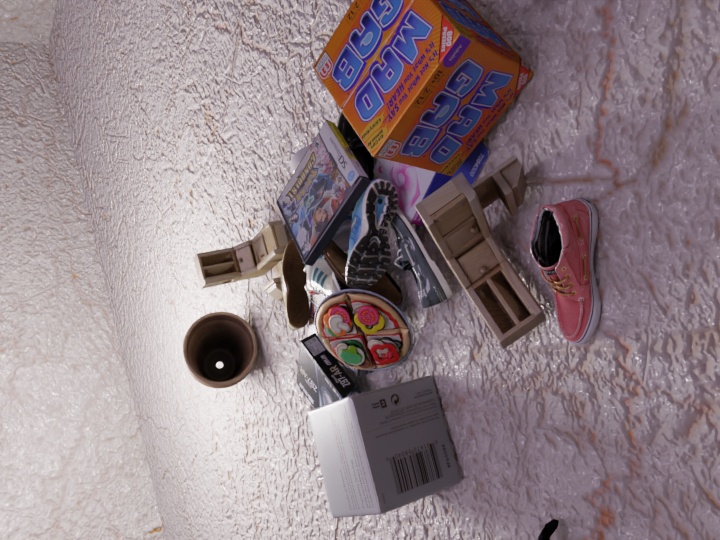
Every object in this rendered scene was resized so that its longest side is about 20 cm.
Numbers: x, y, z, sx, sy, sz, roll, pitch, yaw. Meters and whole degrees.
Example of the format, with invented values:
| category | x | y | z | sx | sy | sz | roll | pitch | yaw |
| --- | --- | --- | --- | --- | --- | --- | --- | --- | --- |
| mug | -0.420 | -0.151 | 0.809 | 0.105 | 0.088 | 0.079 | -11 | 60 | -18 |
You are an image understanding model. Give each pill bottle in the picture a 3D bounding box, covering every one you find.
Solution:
| category | x | y | z | sx | sy | sz | roll | pitch | yaw |
| --- | --- | --- | --- | --- | --- | --- | --- | --- | --- |
| pill bottle | -0.066 | -0.146 | 1.371 | 0.114 | 0.111 | 0.204 | -48 | 59 | 47 |

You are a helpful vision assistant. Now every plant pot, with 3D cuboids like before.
| category | x | y | z | sx | sy | sz | roll | pitch | yaw |
| --- | --- | --- | --- | --- | --- | --- | --- | --- | --- |
| plant pot | -0.384 | 0.237 | 1.859 | 0.175 | 0.195 | 0.205 | 119 | 132 | -62 |

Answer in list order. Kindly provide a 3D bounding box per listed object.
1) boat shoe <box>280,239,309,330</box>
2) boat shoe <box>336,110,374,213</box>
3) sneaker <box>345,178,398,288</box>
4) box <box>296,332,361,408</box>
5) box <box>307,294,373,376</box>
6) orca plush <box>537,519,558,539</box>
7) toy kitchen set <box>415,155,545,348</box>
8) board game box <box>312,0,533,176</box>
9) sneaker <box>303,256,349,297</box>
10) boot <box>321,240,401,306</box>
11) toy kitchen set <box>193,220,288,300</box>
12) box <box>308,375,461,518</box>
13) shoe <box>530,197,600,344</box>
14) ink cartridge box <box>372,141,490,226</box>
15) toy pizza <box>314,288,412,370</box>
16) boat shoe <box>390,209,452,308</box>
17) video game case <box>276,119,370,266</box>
| category | x | y | z | sx | sy | sz | roll | pitch | yaw |
| --- | --- | --- | --- | --- | --- | --- | --- | --- | --- |
| boat shoe | -0.151 | 0.032 | 1.549 | 0.063 | 0.071 | 0.206 | 144 | 130 | -66 |
| boat shoe | -0.005 | -0.215 | 1.285 | 0.066 | 0.073 | 0.206 | -13 | 72 | 63 |
| sneaker | 0.016 | -0.067 | 1.232 | 0.090 | 0.076 | 0.206 | -133 | 56 | -67 |
| box | -0.066 | 0.260 | 1.471 | 0.201 | 0.043 | 0.163 | 49 | 147 | 29 |
| box | -0.038 | 0.105 | 1.439 | 0.198 | 0.049 | 0.163 | 28 | 120 | 49 |
| orca plush | 0.298 | 0.483 | 1.059 | 0.105 | 0.069 | 0.207 | -54 | -31 | -77 |
| toy kitchen set | 0.208 | -0.034 | 0.978 | 0.161 | 0.200 | 0.183 | -34 | 60 | 6 |
| board game box | 0.090 | -0.296 | 1.011 | 0.201 | 0.197 | 0.202 | -50 | 57 | 29 |
| sneaker | -0.063 | 0.029 | 1.378 | 0.094 | 0.069 | 0.202 | -52 | 41 | 21 |
| boot | 0.000 | 0.000 | 1.291 | 0.075 | 0.074 | 0.200 | -40 | 102 | 20 |
| toy kitchen set | -0.274 | 0.003 | 1.638 | 0.199 | 0.176 | 0.168 | -32 | 72 | 56 |
| box | 0.041 | 0.321 | 1.248 | 0.170 | 0.195 | 0.206 | -32 | 70 | 52 |
| shoe | 0.277 | 0.006 | 0.939 | 0.071 | 0.089 | 0.207 | 11 | 106 | 52 |
| ink cartridge box | 0.112 | -0.187 | 1.174 | 0.202 | 0.042 | 0.199 | 56 | 137 | 33 |
| toy pizza | 0.003 | 0.122 | 1.298 | 0.194 | 0.032 | 0.205 | 9 | 128 | 12 |
| boat shoe | 0.088 | -0.024 | 1.201 | 0.061 | 0.073 | 0.203 | -32 | 65 | 4 |
| video game case | -0.076 | -0.145 | 1.264 | 0.202 | 0.025 | 0.183 | -53 | 45 | 26 |
